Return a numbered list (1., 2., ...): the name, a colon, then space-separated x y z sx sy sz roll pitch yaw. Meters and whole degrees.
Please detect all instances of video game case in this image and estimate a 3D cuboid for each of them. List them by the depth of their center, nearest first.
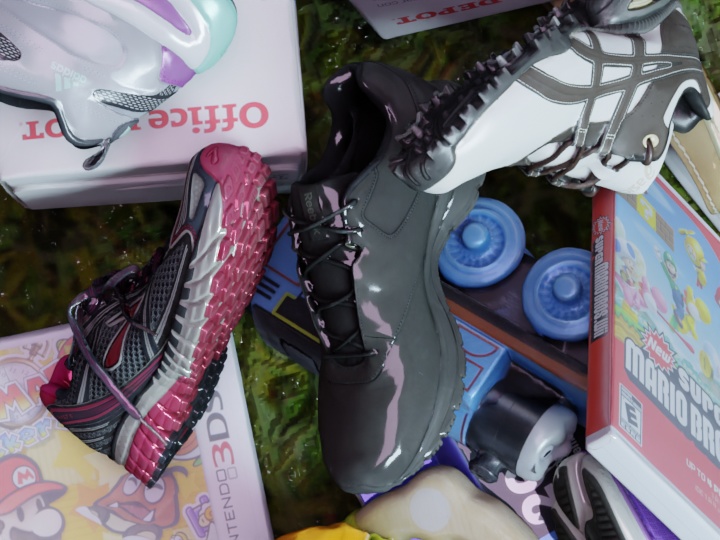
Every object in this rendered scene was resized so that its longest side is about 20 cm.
1. video game case: 0.154 0.046 1.224 0.017 0.201 0.143 -29 124 29
2. video game case: -0.147 0.120 1.302 0.199 0.023 0.183 -12 86 -3

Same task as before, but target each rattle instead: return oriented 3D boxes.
1. rattle: 0.046 0.197 1.235 0.130 0.143 0.201 -30 82 8

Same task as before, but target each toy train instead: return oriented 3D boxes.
1. toy train: 0.042 0.023 1.268 0.200 0.087 0.114 31 80 20

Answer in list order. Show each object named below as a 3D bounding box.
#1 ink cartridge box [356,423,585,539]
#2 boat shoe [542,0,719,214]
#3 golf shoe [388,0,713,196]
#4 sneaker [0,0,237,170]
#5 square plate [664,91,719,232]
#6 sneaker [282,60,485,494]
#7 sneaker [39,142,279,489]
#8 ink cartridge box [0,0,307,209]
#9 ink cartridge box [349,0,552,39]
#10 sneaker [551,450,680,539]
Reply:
1. ink cartridge box: 0.127 0.142 1.302 0.199 0.043 0.199 -30 87 -3
2. boat shoe: 0.128 -0.105 1.307 0.066 0.074 0.201 -31 70 6
3. golf shoe: 0.097 -0.069 1.185 0.200 0.078 0.095 -35 96 -39
4. sneaker: -0.166 -0.129 1.152 0.200 0.078 0.140 44 87 4
5. square plate: 0.286 -0.045 1.331 0.198 0.028 0.200 -37 88 -4
6. sneaker: 0.000 0.000 1.188 0.076 0.091 0.201 -9 69 38
7. sneaker: -0.096 0.019 1.218 0.074 0.200 0.081 29 40 4
8. ink cartridge box: -0.105 -0.137 1.264 0.146 0.145 0.201 -4 85 -1
9. ink cartridge box: 0.044 -0.190 1.211 0.144 0.200 0.085 -11 73 16
10. sneaker: 0.170 0.148 1.249 0.200 0.081 0.084 45 72 -16
